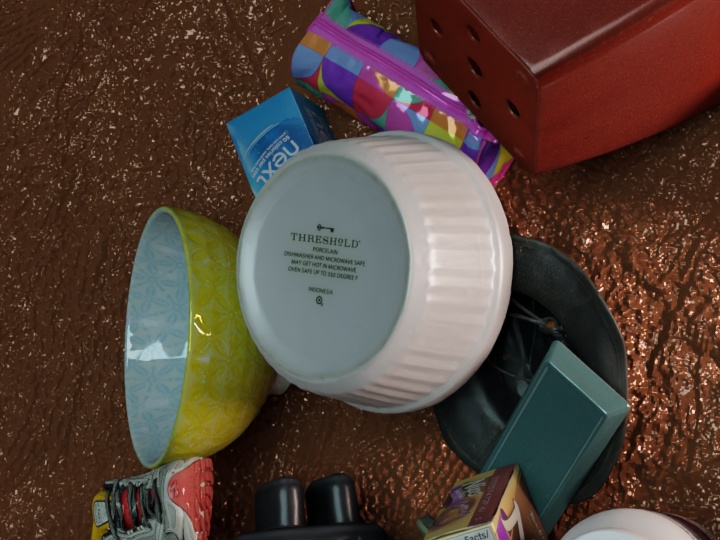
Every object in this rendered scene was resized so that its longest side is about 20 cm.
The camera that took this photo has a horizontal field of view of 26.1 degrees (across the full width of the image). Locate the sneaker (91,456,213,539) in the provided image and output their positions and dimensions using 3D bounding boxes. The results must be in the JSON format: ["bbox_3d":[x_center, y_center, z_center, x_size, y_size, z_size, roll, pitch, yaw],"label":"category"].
[{"bbox_3d":[-0.158,0.188,1.162,0.081,0.200,0.079,9,65,-15],"label":"sneaker"}]

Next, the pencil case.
[{"bbox_3d":[0.039,-0.137,1.207,0.199,0.088,0.089,31,93,24],"label":"pencil case"}]

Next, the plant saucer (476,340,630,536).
[{"bbox_3d":[0.120,0.140,1.096,0.070,0.019,0.201,42,133,20],"label":"plant saucer"}]

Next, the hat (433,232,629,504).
[{"bbox_3d":[0.134,0.062,1.124,0.199,0.081,0.203,17,116,38],"label":"hat"}]

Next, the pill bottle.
[{"bbox_3d":[0.183,0.215,1.023,0.112,0.200,0.114,-4,79,21],"label":"pill bottle"}]

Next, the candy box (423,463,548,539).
[{"bbox_3d":[0.111,0.246,1.056,0.056,0.117,0.202,-19,96,18],"label":"candy box"}]

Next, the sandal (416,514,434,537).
[{"bbox_3d":[0.066,0.276,1.115,0.057,0.080,0.203,-11,80,-2],"label":"sandal"}]

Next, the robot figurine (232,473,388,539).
[{"bbox_3d":[-0.034,0.253,1.143,0.149,0.125,0.202,-8,78,19],"label":"robot figurine"}]

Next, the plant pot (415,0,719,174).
[{"bbox_3d":[0.144,-0.189,1.084,0.176,0.200,0.200,-36,68,-11],"label":"plant pot"}]

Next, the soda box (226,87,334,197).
[{"bbox_3d":[-0.033,-0.037,1.225,0.064,0.068,0.202,-28,72,15],"label":"soda box"}]

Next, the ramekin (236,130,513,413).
[{"bbox_3d":[0.000,0.000,1.090,0.201,0.094,0.205,-2,87,38],"label":"ramekin"}]

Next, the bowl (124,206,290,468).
[{"bbox_3d":[-0.110,0.054,1.205,0.106,0.200,0.203,4,79,-21],"label":"bowl"}]
